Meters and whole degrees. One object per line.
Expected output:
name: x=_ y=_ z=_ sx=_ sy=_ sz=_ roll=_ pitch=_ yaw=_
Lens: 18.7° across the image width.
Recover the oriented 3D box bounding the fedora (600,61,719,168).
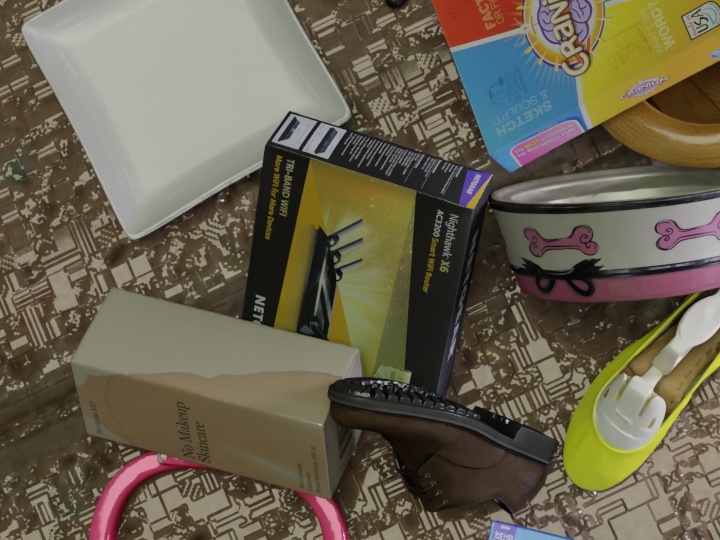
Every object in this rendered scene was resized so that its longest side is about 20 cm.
fedora: x=0.250 y=-0.160 z=1.621 sx=0.199 sy=0.082 sz=0.202 roll=-4 pitch=72 yaw=12

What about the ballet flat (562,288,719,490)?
ballet flat: x=0.217 y=0.075 z=1.593 sx=0.067 sy=0.067 sz=0.200 roll=41 pitch=88 yaw=11

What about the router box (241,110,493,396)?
router box: x=0.000 y=0.000 z=1.582 sx=0.156 sy=0.052 sz=0.201 roll=17 pitch=127 yaw=11

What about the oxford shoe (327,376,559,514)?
oxford shoe: x=0.053 y=0.131 z=1.558 sx=0.199 sy=0.073 sz=0.085 roll=23 pitch=91 yaw=-32

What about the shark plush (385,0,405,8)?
shark plush: x=0.021 y=-0.302 z=1.688 sx=0.083 sy=0.091 sz=0.201 roll=30 pitch=90 yaw=42

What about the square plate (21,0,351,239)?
square plate: x=-0.136 y=-0.153 z=1.700 sx=0.197 sy=0.028 sz=0.201 roll=-29 pitch=78 yaw=3

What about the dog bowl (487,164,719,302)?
dog bowl: x=0.193 y=-0.027 z=1.557 sx=0.199 sy=0.200 sz=0.074 roll=-4 pitch=99 yaw=7

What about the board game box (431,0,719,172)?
board game box: x=0.162 y=-0.184 z=1.582 sx=0.199 sy=0.040 sz=0.154 roll=-28 pitch=63 yaw=18

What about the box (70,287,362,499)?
box: x=-0.103 y=0.089 z=1.600 sx=0.199 sy=0.095 sz=0.078 roll=12 pitch=50 yaw=17

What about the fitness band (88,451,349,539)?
fitness band: x=-0.105 y=0.203 z=1.631 sx=0.199 sy=0.037 sz=0.145 roll=6 pitch=81 yaw=10

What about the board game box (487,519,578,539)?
board game box: x=0.188 y=0.222 z=1.529 sx=0.199 sy=0.152 sz=0.045 roll=13 pitch=83 yaw=10
